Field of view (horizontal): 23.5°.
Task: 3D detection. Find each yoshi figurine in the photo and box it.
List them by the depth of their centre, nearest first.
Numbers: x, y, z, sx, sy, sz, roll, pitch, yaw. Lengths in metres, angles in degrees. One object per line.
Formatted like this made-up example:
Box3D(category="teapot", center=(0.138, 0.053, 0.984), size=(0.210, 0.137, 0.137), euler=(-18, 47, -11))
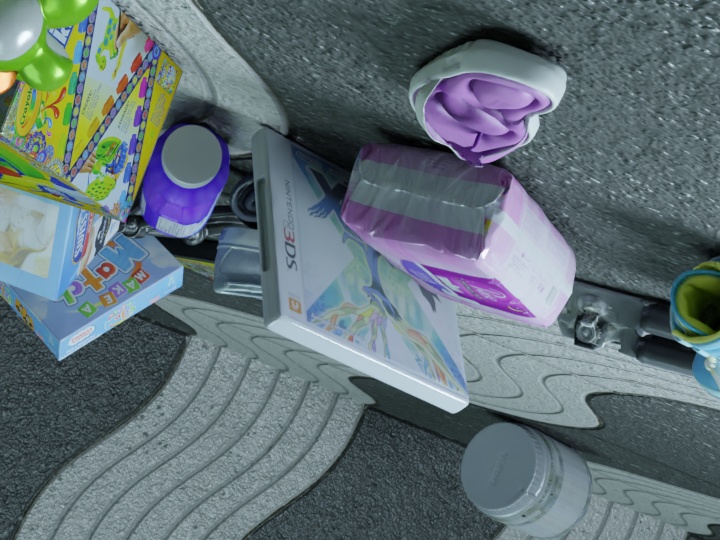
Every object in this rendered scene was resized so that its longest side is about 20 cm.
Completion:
Box3D(category="yoshi figurine", center=(-0.211, -0.187, 0.962), size=(0.111, 0.113, 0.200), euler=(-23, 141, 12))

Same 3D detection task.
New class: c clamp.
Box3D(category="c clamp", center=(-0.164, -0.045, 1.622), size=(0.169, 0.027, 0.200), euler=(-13, 175, 24))

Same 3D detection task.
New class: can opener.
Box3D(category="can opener", center=(0.260, 0.050, 1.465), size=(0.198, 0.054, 0.067), euler=(15, -157, 27))

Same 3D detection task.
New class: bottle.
Box3D(category="bottle", center=(-0.143, -0.079, 1.422), size=(0.065, 0.084, 0.200), euler=(21, 171, -6))

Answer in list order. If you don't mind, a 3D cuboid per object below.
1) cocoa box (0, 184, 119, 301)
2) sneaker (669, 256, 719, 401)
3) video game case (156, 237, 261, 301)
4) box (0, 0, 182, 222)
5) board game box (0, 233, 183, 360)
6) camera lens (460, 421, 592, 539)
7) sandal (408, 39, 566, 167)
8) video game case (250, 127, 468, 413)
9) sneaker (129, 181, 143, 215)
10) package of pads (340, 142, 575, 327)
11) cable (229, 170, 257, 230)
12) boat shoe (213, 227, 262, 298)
Box3D(category="cocoa box", center=(-0.297, -0.089, 1.381), size=(0.198, 0.134, 0.131), euler=(20, -149, 6))
Box3D(category="sneaker", center=(0.264, 0.041, 1.259), size=(0.129, 0.080, 0.200), euler=(20, 162, -13))
Box3D(category="video game case", center=(-0.143, 0.005, 2.137), size=(0.180, 0.026, 0.199), euler=(26, 171, -34))
Box3D(category="box", center=(-0.260, -0.140, 1.179), size=(0.198, 0.123, 0.193), euler=(17, 170, 21))
Box3D(category="board game box", center=(-0.291, -0.023, 1.673), size=(0.200, 0.151, 0.037), euler=(44, 146, 21))
Box3D(category="camera lens", center=(0.273, 0.342, 2.818), size=(0.159, 0.162, 0.199), euler=(13, 169, 40))
Box3D(category="sandal", center=(0.064, -0.087, 0.998), size=(0.082, 0.050, 0.203), euler=(20, 172, 0))
Box3D(category="video game case", center=(0.000, 0.000, 1.341), size=(0.199, 0.184, 0.022), euler=(27, 132, -36))
Box3D(category="sneaker", center=(-0.230, -0.110, 1.555), size=(0.082, 0.075, 0.200), euler=(55, -164, 29))
Box3D(category="package of pads", center=(0.077, -0.025, 1.270), size=(0.119, 0.076, 0.200), euler=(17, 171, 25))
Box3D(category="cable", center=(-0.027, -0.041, 1.496), size=(0.162, 0.051, 0.200), euler=(17, 170, 17))
Box3D(category="boat shoe", center=(-0.033, 0.018, 1.514), size=(0.199, 0.072, 0.070), euler=(14, 174, 3))
